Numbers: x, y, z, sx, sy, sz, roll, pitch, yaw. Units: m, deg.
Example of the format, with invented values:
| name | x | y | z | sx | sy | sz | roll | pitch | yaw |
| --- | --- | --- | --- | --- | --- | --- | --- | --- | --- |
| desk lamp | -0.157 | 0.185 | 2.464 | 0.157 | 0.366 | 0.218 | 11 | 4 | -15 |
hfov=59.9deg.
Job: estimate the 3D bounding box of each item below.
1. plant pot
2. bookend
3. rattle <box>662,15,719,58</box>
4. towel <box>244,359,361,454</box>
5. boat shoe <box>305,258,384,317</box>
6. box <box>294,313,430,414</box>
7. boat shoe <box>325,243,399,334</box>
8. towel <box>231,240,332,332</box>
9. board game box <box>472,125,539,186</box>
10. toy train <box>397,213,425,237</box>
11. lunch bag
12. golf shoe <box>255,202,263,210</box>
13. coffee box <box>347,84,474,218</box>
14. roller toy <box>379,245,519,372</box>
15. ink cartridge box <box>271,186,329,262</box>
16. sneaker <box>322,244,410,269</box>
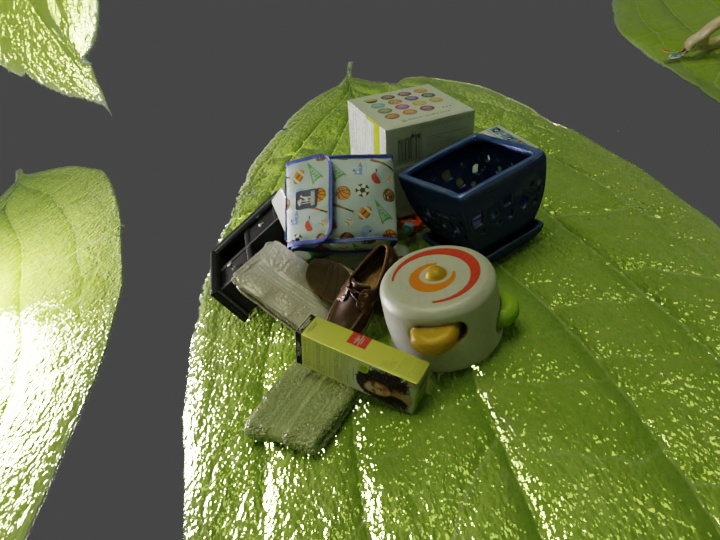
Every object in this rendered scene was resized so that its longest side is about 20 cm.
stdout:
| name | x | y | z | sx | sy | sz | roll | pitch | yaw |
| --- | --- | --- | --- | --- | --- | --- | --- | --- | --- |
| plant pot | 0.217 | -0.124 | 1.172 | 0.200 | 0.180 | 0.200 | -29 | 33 | -18 |
| bookend | -0.202 | -0.033 | 1.263 | 0.199 | 0.092 | 0.200 | -41 | 28 | 9 |
| rattle | 0.928 | -0.577 | 1.648 | 0.200 | 0.143 | 0.130 | -26 | -4 | 18 |
| towel | -0.073 | 0.194 | 0.966 | 0.148 | 0.037 | 0.200 | 4 | 37 | 31 |
| boat shoe | -0.005 | 0.034 | 1.124 | 0.200 | 0.072 | 0.072 | 19 | 90 | 25 |
| box | 0.000 | 0.136 | 0.925 | 0.200 | 0.075 | 0.050 | 20 | 44 | 20 |
| boat shoe | -0.004 | 0.039 | 1.032 | 0.072 | 0.068 | 0.200 | 27 | 73 | 24 |
| towel | -0.125 | 0.034 | 1.150 | 0.200 | 0.034 | 0.133 | 34 | 51 | 9 |
| board game box | 0.286 | -0.257 | 1.462 | 0.196 | 0.056 | 0.200 | -22 | 31 | -5 |
| toy train | 0.108 | -0.131 | 1.369 | 0.150 | 0.056 | 0.200 | 13 | 38 | 23 |
| lunch bag | -0.038 | -0.119 | 1.136 | 0.200 | 0.170 | 0.124 | -1 | -12 | -3 |
| golf shoe | -0.146 | -0.140 | 1.404 | 0.200 | 0.078 | 0.095 | -28 | 23 | 11 |
| coffee box | 0.102 | -0.257 | 1.326 | 0.200 | 0.200 | 0.198 | -16 | 36 | -17 |
| roller toy | 0.124 | 0.053 | 0.974 | 0.200 | 0.140 | 0.182 | -34 | 38 | -24 |
| ink cartridge box | -0.051 | -0.116 | 1.240 | 0.200 | 0.146 | 0.084 | -22 | -4 | -25 |
| sneaker | 0.000 | 0.000 | 1.194 | 0.200 | 0.073 | 0.085 | -14 | 29 | 5 |
